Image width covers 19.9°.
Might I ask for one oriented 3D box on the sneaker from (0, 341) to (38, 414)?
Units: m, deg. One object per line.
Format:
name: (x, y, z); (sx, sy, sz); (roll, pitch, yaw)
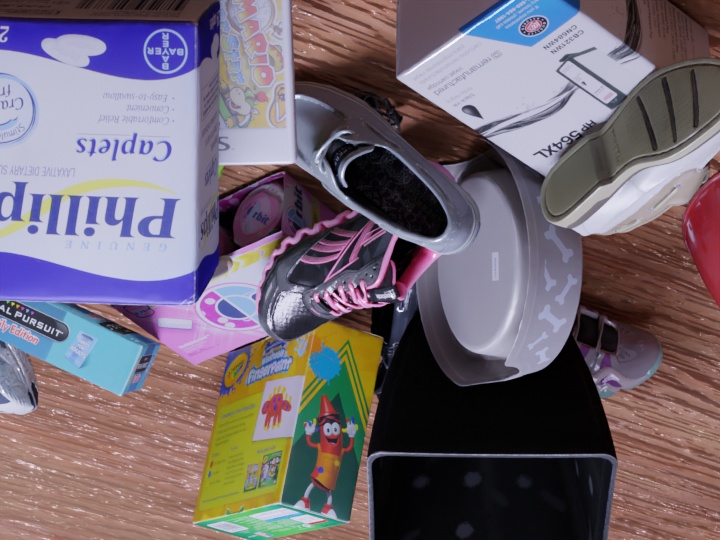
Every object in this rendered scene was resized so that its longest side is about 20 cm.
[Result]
sneaker: (-0.379, 0.097, 1.804); (0.129, 0.080, 0.199); (-18, 166, 18)

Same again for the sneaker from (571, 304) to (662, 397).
sneaker: (0.173, 0.044, 1.801); (0.198, 0.078, 0.140); (1, 145, -1)

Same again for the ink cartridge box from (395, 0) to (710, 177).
ink cartridge box: (0.145, -0.159, 1.518); (0.199, 0.085, 0.146); (30, 135, -32)

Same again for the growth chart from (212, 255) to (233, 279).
growth chart: (-0.209, -0.001, 1.636); (0.198, 0.145, 0.018); (4, 101, 6)

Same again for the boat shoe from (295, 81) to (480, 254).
boat shoe: (0.003, -0.083, 1.562); (0.070, 0.200, 0.071); (-56, 163, 8)

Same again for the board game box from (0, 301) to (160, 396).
board game box: (-0.272, 0.040, 1.720); (0.199, 0.047, 0.151); (25, 179, 0)

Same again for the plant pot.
plant pot: (0.106, 0.146, 1.737); (0.198, 0.178, 0.201); (0, 139, 1)

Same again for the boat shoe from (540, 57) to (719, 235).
boat shoe: (0.219, -0.088, 1.490); (0.068, 0.075, 0.200); (17, 146, -33)

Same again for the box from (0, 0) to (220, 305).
box: (-0.193, -0.085, 1.425); (0.182, 0.105, 0.202); (2, 107, 3)

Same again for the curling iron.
curling iron: (0.004, -0.055, 1.663); (0.049, 0.026, 0.201); (6, 124, 3)

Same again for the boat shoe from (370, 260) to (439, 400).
boat shoe: (0.038, 0.045, 1.814); (0.062, 0.075, 0.201); (13, 139, -6)

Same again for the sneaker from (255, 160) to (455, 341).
sneaker: (0.000, 0.000, 1.631); (0.200, 0.096, 0.079); (-39, 132, 16)

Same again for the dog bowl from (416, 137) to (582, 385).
dog bowl: (0.111, -0.006, 1.643); (0.058, 0.201, 0.200); (-1, 147, -24)

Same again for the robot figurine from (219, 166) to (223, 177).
robot figurine: (-0.179, -0.086, 1.581); (0.116, 0.175, 0.200); (48, 116, 4)

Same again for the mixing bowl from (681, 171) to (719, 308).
mixing bowl: (0.370, -0.001, 1.710); (0.198, 0.109, 0.201); (1, 144, 1)

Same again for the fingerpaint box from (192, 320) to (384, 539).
fingerpaint box: (-0.065, 0.144, 1.820); (0.073, 0.168, 0.200); (18, 161, -22)

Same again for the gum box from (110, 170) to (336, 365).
gum box: (-0.110, 0.003, 1.760); (0.199, 0.067, 0.113); (-23, 139, 29)

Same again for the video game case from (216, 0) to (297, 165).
video game case: (-0.138, -0.173, 1.462); (0.180, 0.023, 0.202); (-1, 105, 3)
